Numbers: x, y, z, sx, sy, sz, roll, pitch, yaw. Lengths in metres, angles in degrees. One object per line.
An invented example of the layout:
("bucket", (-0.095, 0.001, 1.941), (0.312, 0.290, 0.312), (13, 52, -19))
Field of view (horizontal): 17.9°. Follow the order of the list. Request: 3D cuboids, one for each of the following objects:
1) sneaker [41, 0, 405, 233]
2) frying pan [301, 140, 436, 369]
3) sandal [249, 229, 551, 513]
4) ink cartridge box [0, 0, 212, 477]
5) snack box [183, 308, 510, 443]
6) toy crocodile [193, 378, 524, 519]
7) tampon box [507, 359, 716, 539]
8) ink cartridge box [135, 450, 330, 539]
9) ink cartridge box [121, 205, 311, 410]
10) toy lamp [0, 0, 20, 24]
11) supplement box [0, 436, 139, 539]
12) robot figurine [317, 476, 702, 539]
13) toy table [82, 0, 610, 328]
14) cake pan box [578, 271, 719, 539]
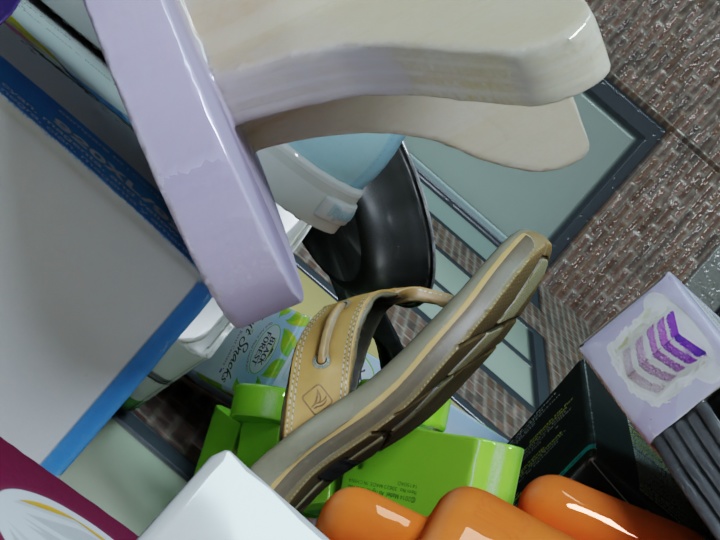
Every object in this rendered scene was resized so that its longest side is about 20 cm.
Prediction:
("sneaker", (-0.058, -0.105, 0.801), (0.200, 0.082, 0.074), (41, 7, 8))
("frying pan", (-0.009, -0.013, 0.926), (0.115, 0.031, 0.190), (54, -24, 29))
("sandal", (-0.011, 0.046, 0.846), (0.054, 0.200, 0.080), (50, -3, 10))
("ink cartridge box", (-0.136, -0.006, 0.732), (0.145, 0.147, 0.200), (40, 9, -7))
("snack box", (-0.014, 0.064, 1.129), (0.200, 0.053, 0.142), (33, -9, -40))
("toy crocodile", (-0.005, 0.083, 0.943), (0.062, 0.068, 0.200), (18, -14, -39))
("tampon box", (0.095, 0.148, 0.968), (0.126, 0.150, 0.200), (41, 9, -2))
("ink cartridge box", (-0.006, 0.158, 0.434), (0.200, 0.145, 0.084), (41, -34, 3))
("ink cartridge box", (-0.111, -0.026, 0.938), (0.146, 0.084, 0.200), (40, -17, -6))
("toy lamp", (-0.116, -0.105, 0.642), (0.058, 0.058, 0.200), (39, 9, -14))
("supplement box", (-0.064, 0.128, 0.571), (0.200, 0.086, 0.110), (38, 8, -19))
("robot figurine", (0.063, 0.154, 0.802), (0.200, 0.117, 0.144), (27, 25, 4))
("toy table", (-0.011, -0.080, 0.646), (0.184, 0.117, 0.200), (65, 1, -49))
("cake pan box", (0.178, 0.106, 0.851), (0.184, 0.052, 0.200), (54, 9, 32))
